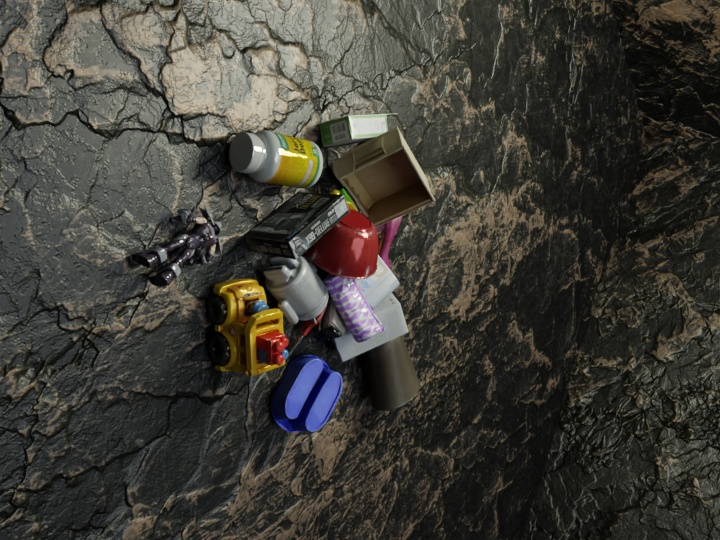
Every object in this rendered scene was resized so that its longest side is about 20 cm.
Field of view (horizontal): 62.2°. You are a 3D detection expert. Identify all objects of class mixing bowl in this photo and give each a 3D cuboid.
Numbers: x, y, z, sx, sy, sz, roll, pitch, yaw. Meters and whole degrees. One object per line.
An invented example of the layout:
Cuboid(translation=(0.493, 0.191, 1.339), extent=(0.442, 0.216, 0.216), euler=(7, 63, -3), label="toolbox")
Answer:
Cuboid(translation=(-0.033, -0.081, 1.456), extent=(0.199, 0.200, 0.109), euler=(-14, 136, -48), label="mixing bowl")

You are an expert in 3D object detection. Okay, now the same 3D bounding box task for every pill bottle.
Cuboid(translation=(-0.188, -0.248, 1.327), extent=(0.199, 0.112, 0.114), euler=(1, 97, -49), label="pill bottle")

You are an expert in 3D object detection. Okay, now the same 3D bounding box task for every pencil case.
Cuboid(translation=(-0.017, 0.085, 1.500), extent=(0.201, 0.085, 0.084), euler=(60, 26, -13), label="pencil case")

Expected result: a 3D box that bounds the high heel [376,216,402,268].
Cuboid(translation=(0.089, -0.066, 1.694), extent=(0.095, 0.068, 0.202), euler=(-12, 119, -2), label="high heel")

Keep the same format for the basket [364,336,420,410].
Cuboid(translation=(0.082, 0.274, 1.742), extent=(0.180, 0.135, 0.202), euler=(-38, 121, -44), label="basket")

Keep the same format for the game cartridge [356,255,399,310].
Cuboid(translation=(0.000, 0.000, 1.578), extent=(0.133, 0.041, 0.201), euler=(-42, 95, -33), label="game cartridge")

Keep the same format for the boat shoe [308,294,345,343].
Cuboid(translation=(-0.083, 0.101, 1.563), extent=(0.075, 0.092, 0.201), euler=(52, 30, -29), label="boat shoe")

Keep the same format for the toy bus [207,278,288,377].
Cuboid(translation=(-0.227, 0.129, 1.294), extent=(0.135, 0.191, 0.202), euler=(-11, 104, -47), label="toy bus")

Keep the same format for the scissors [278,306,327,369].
Cuboid(translation=(-0.144, 0.162, 1.493), extent=(0.014, 0.073, 0.201), euler=(40, 67, -32), label="scissors")

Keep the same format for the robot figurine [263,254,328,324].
Cuboid(translation=(-0.150, 0.042, 1.427), extent=(0.200, 0.112, 0.171), euler=(54, 45, -41), label="robot figurine")

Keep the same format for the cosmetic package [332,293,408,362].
Cuboid(translation=(0.018, 0.152, 1.611), extent=(0.198, 0.071, 0.102), euler=(-23, 120, -9), label="cosmetic package")

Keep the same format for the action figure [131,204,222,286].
Cuboid(translation=(-0.353, -0.054, 1.207), extent=(0.200, 0.069, 0.131), euler=(-43, 121, -41), label="action figure")

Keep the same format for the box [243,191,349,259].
Cuboid(translation=(-0.145, -0.108, 1.371), extent=(0.200, 0.157, 0.050), euler=(-44, 129, -34), label="box")

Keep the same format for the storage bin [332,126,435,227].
Cuboid(translation=(0.058, -0.233, 1.539), extent=(0.200, 0.197, 0.094), euler=(50, 23, -44), label="storage bin")

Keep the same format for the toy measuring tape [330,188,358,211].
Cuboid(translation=(-0.038, -0.148, 1.570), extent=(0.074, 0.073, 0.200), euler=(-66, 149, -16), label="toy measuring tape")

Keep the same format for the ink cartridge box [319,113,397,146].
Cuboid(translation=(0.001, -0.363, 1.533), extent=(0.199, 0.103, 0.060), euler=(-20, 103, -47), label="ink cartridge box")

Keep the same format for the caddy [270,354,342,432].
Cuboid(translation=(-0.138, 0.311, 1.507), extent=(0.141, 0.105, 0.201), euler=(39, 66, -22), label="caddy")
